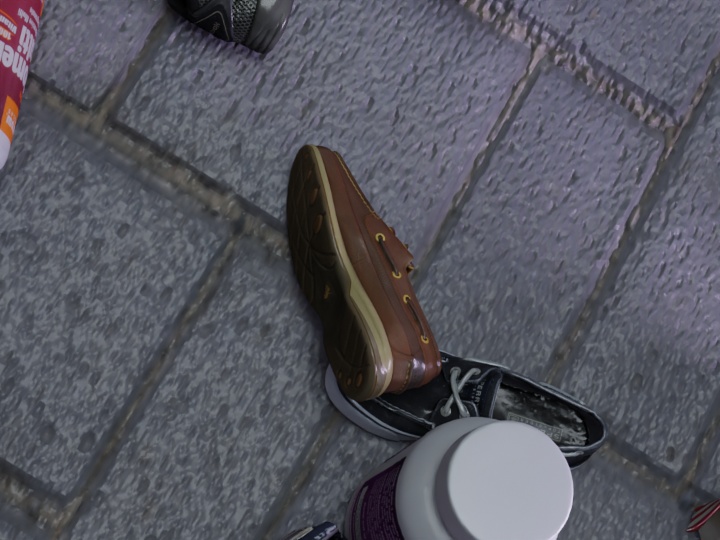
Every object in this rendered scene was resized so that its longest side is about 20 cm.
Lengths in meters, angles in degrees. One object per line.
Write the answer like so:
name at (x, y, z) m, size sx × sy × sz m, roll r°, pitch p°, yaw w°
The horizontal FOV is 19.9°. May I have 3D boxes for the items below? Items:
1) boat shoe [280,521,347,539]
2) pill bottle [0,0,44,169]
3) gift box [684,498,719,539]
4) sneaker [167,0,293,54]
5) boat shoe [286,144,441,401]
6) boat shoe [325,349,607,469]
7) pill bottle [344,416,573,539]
boat shoe at (-0.074, 0.240, 1.340) m, size 0.075 × 0.093 × 0.200 m, roll 41°, pitch 68°, yaw -1°
pill bottle at (-0.281, -0.125, 1.376) m, size 0.109 × 0.110 × 0.200 m, roll 13°, pitch 72°, yaw -12°
gift box at (0.343, 0.204, 1.420) m, size 0.200 × 0.185 × 0.187 m, roll -10°, pitch 79°, yaw -24°
sneaker at (-0.094, -0.265, 1.486) m, size 0.114 × 0.076 × 0.200 m, roll 16°, pitch 76°, yaw -17°
boat shoe at (0.000, 0.000, 1.432) m, size 0.067 × 0.072 × 0.200 m, roll -4°, pitch 57°, yaw -27°
boat shoe at (0.076, 0.093, 1.437) m, size 0.200 × 0.068 × 0.072 m, roll 20°, pitch 70°, yaw -9°
pill bottle at (0.066, 0.158, 1.345) m, size 0.112 × 0.200 × 0.113 m, roll 4°, pitch 74°, yaw -14°
